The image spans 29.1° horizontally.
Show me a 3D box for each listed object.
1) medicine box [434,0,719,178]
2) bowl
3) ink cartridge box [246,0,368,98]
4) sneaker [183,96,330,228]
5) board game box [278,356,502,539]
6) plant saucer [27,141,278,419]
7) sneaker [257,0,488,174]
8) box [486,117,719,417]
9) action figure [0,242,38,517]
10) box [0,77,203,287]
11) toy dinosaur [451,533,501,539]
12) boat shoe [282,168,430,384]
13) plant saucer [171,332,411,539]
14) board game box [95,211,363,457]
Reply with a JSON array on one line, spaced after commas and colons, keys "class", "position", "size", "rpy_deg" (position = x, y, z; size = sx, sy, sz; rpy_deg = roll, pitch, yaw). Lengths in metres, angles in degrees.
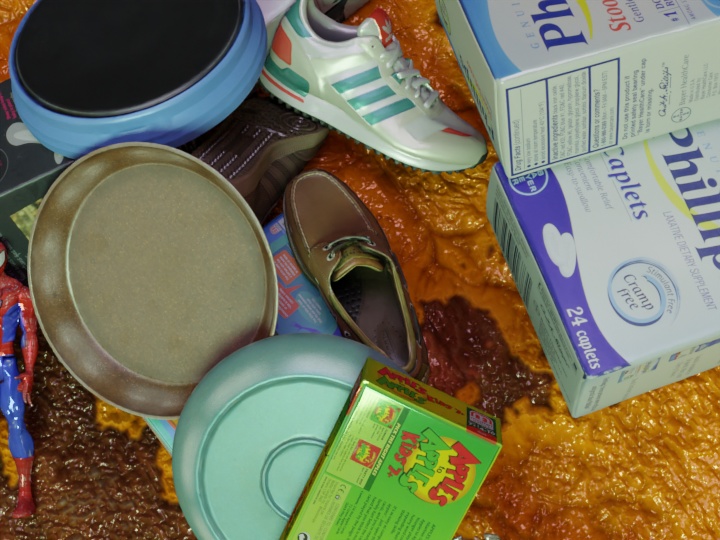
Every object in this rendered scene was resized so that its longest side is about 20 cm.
[{"class": "medicine box", "position": [0.170, -0.190, 1.026], "size": [0.198, 0.103, 0.183], "rpy_deg": [-16, 52, -3]}, {"class": "bowl", "position": [-0.169, -0.169, 1.039], "size": [0.198, 0.040, 0.202], "rpy_deg": [-6, 51, 8]}, {"class": "ink cartridge box", "position": [-0.073, -0.268, 1.173], "size": [0.200, 0.086, 0.146], "rpy_deg": [-41, 70, -12]}, {"class": "sneaker", "position": [-0.087, -0.077, 1.082], "size": [0.070, 0.076, 0.200], "rpy_deg": [25, 31, 15]}, {"class": "board game box", "position": [0.007, 0.171, 0.933], "size": [0.101, 0.048, 0.201], "rpy_deg": [25, 106, -4]}, {"class": "plant saucer", "position": [-0.145, 0.006, 0.993], "size": [0.198, 0.034, 0.203], "rpy_deg": [5, 104, 19]}, {"class": "sneaker", "position": [0.018, -0.151, 1.098], "size": [0.198, 0.094, 0.070], "rpy_deg": [26, 26, 6]}, {"class": "box", "position": [0.219, -0.016, 1.042], "size": [0.198, 0.105, 0.185], "rpy_deg": [-19, 68, -6]}, {"class": "action figure", "position": [-0.268, 0.080, 1.021], "size": [0.065, 0.052, 0.203], "rpy_deg": [-1, 89, 8]}, {"class": "box", "position": [-0.227, -0.086, 1.082], "size": [0.198, 0.107, 0.123], "rpy_deg": [-25, 51, -7]}, {"class": "toy dinosaur", "position": [0.133, 0.267, 0.945], "size": [0.134, 0.086, 0.202], "rpy_deg": [-15, 83, 8]}, {"class": "boat shoe", "position": [0.000, 0.000, 1.019], "size": [0.071, 0.068, 0.201], "rpy_deg": [-25, 68, -10]}, {"class": "plant saucer", "position": [-0.036, 0.143, 0.967], "size": [0.198, 0.027, 0.203], "rpy_deg": [1, 105, 4]}, {"class": "board game box", "position": [-0.077, 0.064, 1.057], "size": [0.199, 0.045, 0.152], "rpy_deg": [-36, 70, -12]}]
